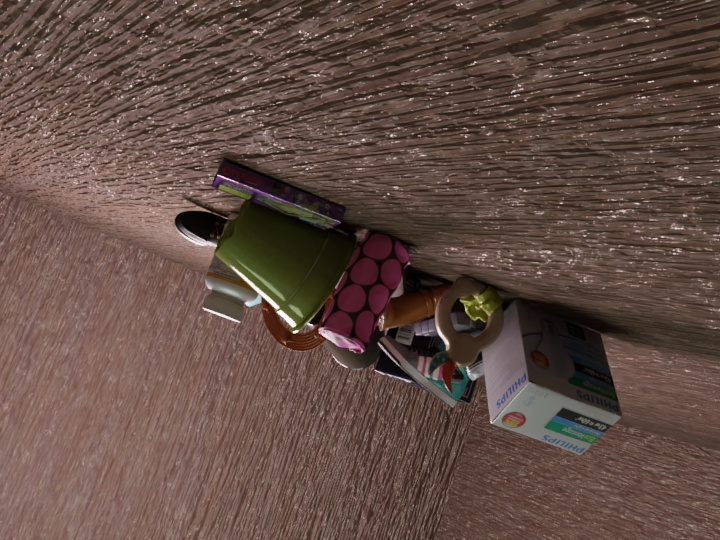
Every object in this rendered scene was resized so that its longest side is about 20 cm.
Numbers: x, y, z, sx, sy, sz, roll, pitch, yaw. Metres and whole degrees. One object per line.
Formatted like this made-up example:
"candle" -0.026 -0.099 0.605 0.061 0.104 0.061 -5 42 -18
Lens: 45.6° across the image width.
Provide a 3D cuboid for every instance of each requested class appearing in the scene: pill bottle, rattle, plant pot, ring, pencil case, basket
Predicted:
"pill bottle" -0.246 -0.004 1.727 0.112 0.201 0.113 19 172 3
"rattle" 0.164 0.116 1.532 0.130 0.201 0.143 24 171 -27
"plant pot" -0.138 -0.028 1.448 0.189 0.201 0.200 33 169 -14
"ring" -0.122 0.058 1.681 0.199 0.202 0.019 14 -173 33
"pencil case" 0.011 0.038 1.388 0.090 0.201 0.094 6 149 45
"basket" -0.047 0.092 1.777 0.135 0.181 0.200 -24 149 10

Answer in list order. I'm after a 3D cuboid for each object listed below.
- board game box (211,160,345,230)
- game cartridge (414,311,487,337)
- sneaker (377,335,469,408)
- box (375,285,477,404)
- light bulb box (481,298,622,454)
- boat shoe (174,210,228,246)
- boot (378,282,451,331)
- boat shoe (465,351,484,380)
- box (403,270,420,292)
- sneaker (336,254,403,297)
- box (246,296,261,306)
"board game box" -0.130 -0.114 1.333 0.199 0.032 0.120 21 176 -13
"game cartridge" 0.223 0.108 1.695 0.199 0.039 0.129 7 159 -37
"sneaker" 0.140 0.162 1.664 0.200 0.121 0.084 40 176 -12
"box" 0.161 0.156 1.819 0.198 0.201 0.123 26 169 -39
"light bulb box" 0.333 0.189 1.524 0.197 0.201 0.125 21 128 -17
"boat shoe" -0.291 -0.081 1.804 0.200 0.074 0.063 21 163 -19
"boot" 0.102 0.065 1.607 0.154 0.077 0.200 -16 163 2
"boat shoe" 0.267 0.146 1.656 0.199 0.071 0.072 -18 167 -47
"box" 0.000 0.000 1.708 0.199 0.049 0.158 14 171 33
"sneaker" -0.007 -0.009 1.566 0.199 0.085 0.073 9 -162 31
"box" -0.178 0.012 1.802 0.199 0.049 0.082 -20 144 27
